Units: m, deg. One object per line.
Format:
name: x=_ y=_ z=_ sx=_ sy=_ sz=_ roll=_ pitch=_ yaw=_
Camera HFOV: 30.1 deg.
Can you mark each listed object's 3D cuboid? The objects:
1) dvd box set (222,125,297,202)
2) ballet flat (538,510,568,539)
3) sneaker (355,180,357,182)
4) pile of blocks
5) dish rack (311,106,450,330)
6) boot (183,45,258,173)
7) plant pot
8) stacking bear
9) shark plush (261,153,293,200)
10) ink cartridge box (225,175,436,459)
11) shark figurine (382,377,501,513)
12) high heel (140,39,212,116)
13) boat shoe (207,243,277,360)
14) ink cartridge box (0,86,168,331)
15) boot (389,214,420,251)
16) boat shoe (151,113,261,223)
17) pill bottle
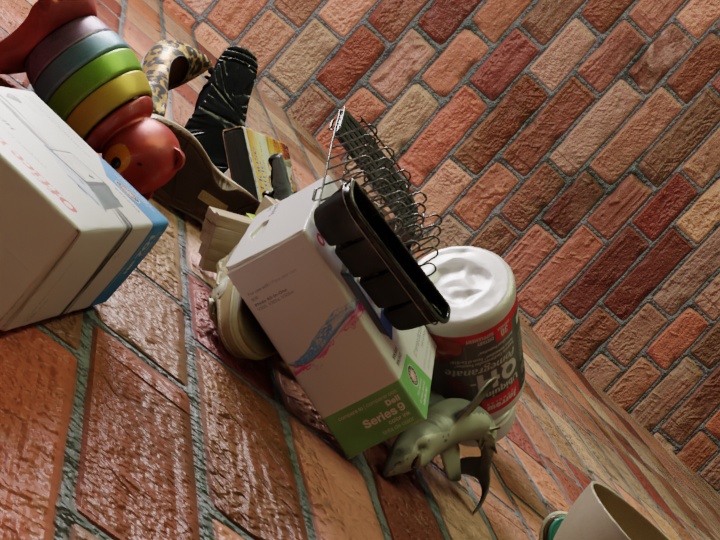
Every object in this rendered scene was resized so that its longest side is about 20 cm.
dvd box set: x=-0.113 y=-0.093 z=1.642 sx=0.200 sy=0.029 sz=0.147 roll=8 pitch=70 yaw=-78
ballet flat: x=0.239 y=0.320 z=1.370 sx=0.200 sy=0.069 sz=0.069 roll=45 pitch=7 yaw=-15
sneaker: x=0.000 y=0.000 z=1.454 sx=0.201 sy=0.090 sz=0.075 roll=62 pitch=-1 yaw=-26
pile of blocks: x=-0.074 y=-0.041 z=1.356 sx=0.062 sy=0.199 sz=0.083 roll=-137 pitch=-139 yaw=-59
dish rack: x=0.022 y=-0.054 z=1.176 sx=0.154 sy=0.054 sz=0.201 roll=53 pitch=27 yaw=-28
boot: x=-0.191 y=-0.181 z=1.710 sx=0.073 sy=0.200 sz=0.162 roll=21 pitch=-19 yaw=-12
plant pot: x=0.215 y=0.290 z=1.091 sx=0.200 sy=0.135 sz=0.200 roll=42 pitch=8 yaw=-7
stacking bear: x=-0.254 y=-0.164 z=1.323 sx=0.200 sy=0.121 sz=0.114 roll=54 pitch=23 yaw=3
shark plush: x=-0.057 y=-0.036 z=1.488 sx=0.091 sy=0.083 sz=0.201 roll=-113 pitch=180 yaw=-84
ink cartridge box: x=-0.020 y=0.037 z=1.174 sx=0.201 sy=0.087 sz=0.145 roll=56 pitch=18 yaw=-15
shark figurine: x=0.086 y=0.147 z=1.290 sx=0.089 sy=0.129 sz=0.214 roll=35 pitch=1 yaw=30
high heel: x=-0.238 y=-0.231 z=1.717 sx=0.199 sy=0.072 sz=0.142 roll=-15 pitch=46 yaw=-45
boat shoe: x=-0.107 y=0.029 z=1.197 sx=0.073 sy=0.063 sz=0.201 roll=57 pitch=13 yaw=-24
ink cartridge box: x=-0.226 y=-0.046 z=0.880 sx=0.146 sy=0.086 sz=0.200 roll=43 pitch=6 yaw=2
boot: x=-0.021 y=0.006 z=1.319 sx=0.072 sy=0.167 sz=0.200 roll=44 pitch=9 yaw=13
boat shoe: x=-0.191 y=-0.100 z=1.453 sx=0.202 sy=0.075 sz=0.075 roll=45 pitch=-9 yaw=-36
pill bottle: x=0.107 y=0.082 z=1.336 sx=0.111 sy=0.110 sz=0.201 roll=49 pitch=-20 yaw=43
